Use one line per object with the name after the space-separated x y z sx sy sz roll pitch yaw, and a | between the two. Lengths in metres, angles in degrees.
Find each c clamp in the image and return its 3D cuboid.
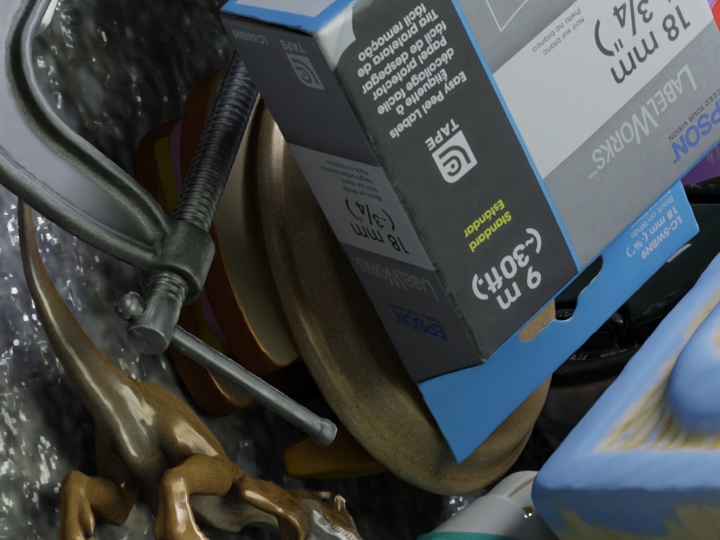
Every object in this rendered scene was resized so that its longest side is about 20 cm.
-0.065 -0.059 0.781 0.170 0.027 0.201 32 48 -25 | c clamp

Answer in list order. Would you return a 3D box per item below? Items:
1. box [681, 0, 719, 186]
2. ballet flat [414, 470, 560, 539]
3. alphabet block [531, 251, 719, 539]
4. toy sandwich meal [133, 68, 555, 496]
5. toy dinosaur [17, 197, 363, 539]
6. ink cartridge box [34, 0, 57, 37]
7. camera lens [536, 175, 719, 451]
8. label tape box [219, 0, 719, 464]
0.187 -0.074 1.125 0.137 0.039 0.201 -55 139 -41 | box
0.080 0.113 0.888 0.199 0.067 0.071 11 76 -27 | ballet flat
0.217 0.082 0.819 0.196 0.195 0.200 -46 106 -22 | alphabet block
0.000 0.000 0.890 0.205 0.070 0.206 32 50 -46 | toy sandwich meal
-0.075 0.055 0.779 0.200 0.060 0.107 49 27 -34 | toy dinosaur
-0.165 -0.190 0.777 0.200 0.050 0.162 41 44 -31 | ink cartridge box
0.173 0.070 1.002 0.201 0.159 0.160 56 37 -18 | camera lens
0.059 -0.044 0.798 0.144 0.063 0.201 -42 122 -22 | label tape box
